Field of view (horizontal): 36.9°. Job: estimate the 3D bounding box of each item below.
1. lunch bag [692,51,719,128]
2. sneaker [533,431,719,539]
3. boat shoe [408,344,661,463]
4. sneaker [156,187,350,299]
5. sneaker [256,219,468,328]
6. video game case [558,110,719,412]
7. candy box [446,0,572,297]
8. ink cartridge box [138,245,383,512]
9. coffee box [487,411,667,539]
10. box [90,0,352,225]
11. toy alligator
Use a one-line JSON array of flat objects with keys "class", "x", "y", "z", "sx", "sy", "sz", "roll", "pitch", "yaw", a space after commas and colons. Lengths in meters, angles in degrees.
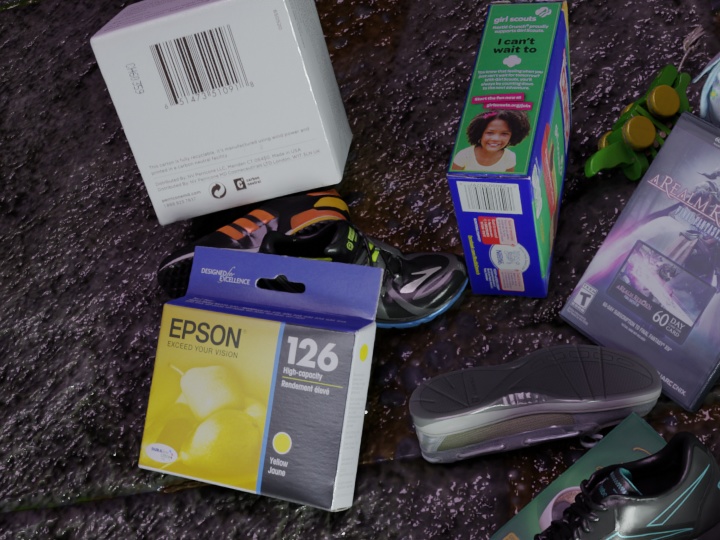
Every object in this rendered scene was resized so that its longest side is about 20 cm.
[{"class": "lunch bag", "x": 0.368, "y": -0.161, "z": 0.886, "sx": 0.169, "sy": 0.201, "sz": 0.127, "roll": -40, "pitch": 52, "yaw": -10}, {"class": "sneaker", "x": 0.157, "y": 0.176, "z": 0.729, "sx": 0.198, "sy": 0.080, "sz": 0.076, "roll": -28, "pitch": 26, "yaw": -3}, {"class": "boat shoe", "x": 0.141, "y": 0.112, "z": 0.868, "sx": 0.199, "sy": 0.065, "sz": 0.075, "roll": -12, "pitch": 32, "yaw": 5}, {"class": "sneaker", "x": -0.102, "y": -0.025, "z": 1.058, "sx": 0.197, "sy": 0.071, "sz": 0.091, "roll": -16, "pitch": 36, "yaw": 9}, {"class": "sneaker", "x": 0.000, "y": 0.000, "z": 0.970, "sx": 0.196, "sy": 0.083, "sz": 0.071, "roll": 4, "pitch": 46, "yaw": 5}, {"class": "video game case", "x": 0.265, "y": -0.010, "z": 0.871, "sx": 0.143, "sy": 0.019, "sz": 0.202, "roll": 38, "pitch": 105, "yaw": 38}, {"class": "candy box", "x": 0.139, "y": -0.106, "z": 0.952, "sx": 0.076, "sy": 0.170, "sz": 0.202, "roll": 3, "pitch": 57, "yaw": 17}, {"class": "ink cartridge box", "x": -0.087, "y": 0.086, "z": 0.923, "sx": 0.195, "sy": 0.047, "sz": 0.203, "roll": 6, "pitch": 88, "yaw": 26}, {"class": "coffee box", "x": 0.172, "y": 0.212, "z": 0.786, "sx": 0.199, "sy": 0.044, "sz": 0.123, "roll": -40, "pitch": 52, "yaw": -10}, {"class": "box", "x": -0.129, "y": -0.177, "z": 1.065, "sx": 0.196, "sy": 0.202, "sz": 0.131, "roll": -12, "pitch": 26, "yaw": 13}, {"class": "toy alligator", "x": 0.282, "y": -0.146, "z": 1.007, "sx": 0.054, "sy": 0.059, "sz": 0.200, "roll": 43, "pitch": 71, "yaw": -5}]
